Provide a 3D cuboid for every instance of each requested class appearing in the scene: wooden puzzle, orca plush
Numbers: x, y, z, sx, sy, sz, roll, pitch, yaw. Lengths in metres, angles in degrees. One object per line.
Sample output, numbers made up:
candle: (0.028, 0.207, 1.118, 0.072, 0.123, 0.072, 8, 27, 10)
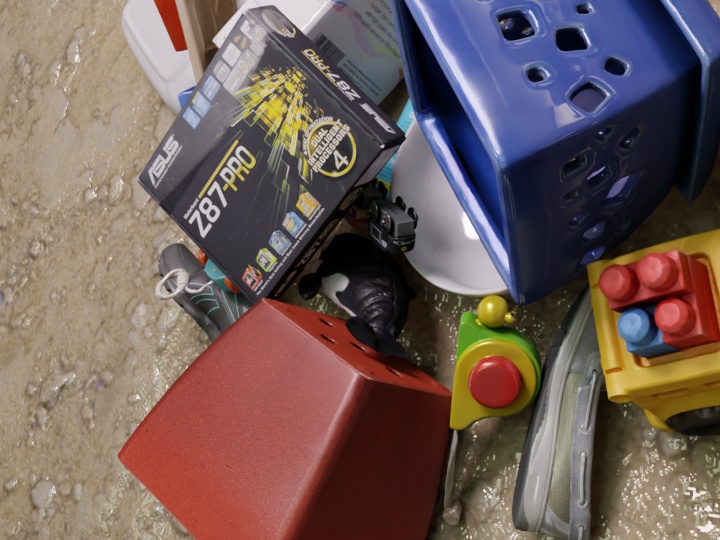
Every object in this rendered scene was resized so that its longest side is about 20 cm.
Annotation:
wooden puzzle: (-0.142, -0.200, 1.118, 0.046, 0.185, 0.201, -15, 103, 11)
orca plush: (0.000, 0.000, 1.024, 0.105, 0.200, 0.071, 9, 110, 0)

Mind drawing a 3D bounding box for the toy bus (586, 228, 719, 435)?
toy bus: (0.252, 0.025, 0.807, 0.200, 0.192, 0.136, -17, 67, 31)

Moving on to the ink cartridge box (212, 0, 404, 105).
ink cartridge box: (-0.010, -0.230, 1.078, 0.200, 0.145, 0.084, -47, 57, 8)

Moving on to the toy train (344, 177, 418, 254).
toy train: (0.002, -0.060, 1.030, 0.200, 0.034, 0.046, -132, 38, -59)

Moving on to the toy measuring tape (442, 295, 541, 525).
toy measuring tape: (0.107, 0.116, 0.960, 0.073, 0.073, 0.201, 19, 113, 38)

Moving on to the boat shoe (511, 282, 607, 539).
boat shoe: (0.170, 0.109, 0.928, 0.065, 0.074, 0.203, 15, 84, 3)

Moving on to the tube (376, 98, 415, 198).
tube: (0.063, -0.130, 1.080, 0.077, 0.050, 0.200, 29, 93, 15)

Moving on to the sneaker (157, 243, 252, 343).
sneaker: (-0.125, 0.037, 1.169, 0.079, 0.075, 0.200, -43, 62, 4)

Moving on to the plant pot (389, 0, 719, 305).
plant pot: (0.141, -0.128, 0.824, 0.179, 0.200, 0.200, -25, 61, -3)

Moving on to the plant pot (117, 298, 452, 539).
plant pot: (-0.041, 0.137, 0.984, 0.200, 0.200, 0.177, 34, 100, 37)

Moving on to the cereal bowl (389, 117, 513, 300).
cereal bowl: (0.126, -0.069, 0.991, 0.200, 0.083, 0.201, -10, 72, 34)

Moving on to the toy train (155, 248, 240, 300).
toy train: (-0.121, -0.045, 1.164, 0.150, 0.056, 0.200, -10, 49, 29)

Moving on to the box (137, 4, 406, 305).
box: (-0.079, -0.093, 0.996, 0.161, 0.049, 0.200, 47, 122, 10)

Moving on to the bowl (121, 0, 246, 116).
bowl: (-0.171, -0.273, 1.271, 0.200, 0.075, 0.200, -47, 55, 19)
